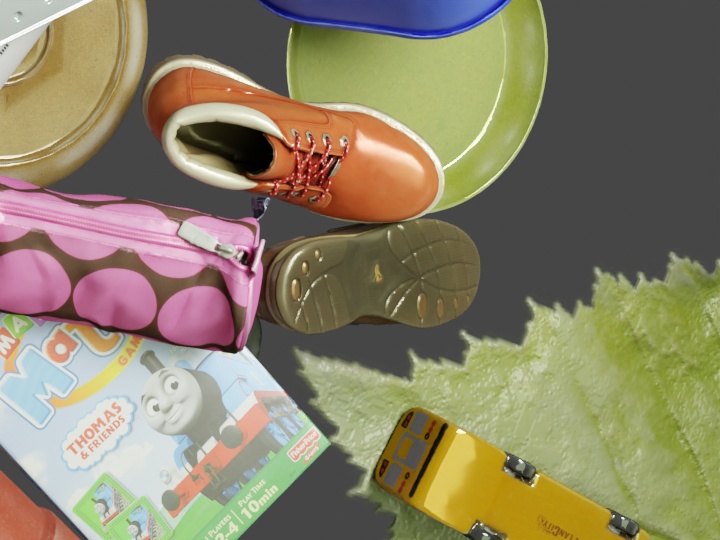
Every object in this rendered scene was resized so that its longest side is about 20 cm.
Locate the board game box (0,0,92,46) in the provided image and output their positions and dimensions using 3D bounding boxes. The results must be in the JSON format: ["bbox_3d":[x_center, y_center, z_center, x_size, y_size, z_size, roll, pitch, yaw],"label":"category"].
[{"bbox_3d":[-0.184,-0.200,0.799,0.199,0.026,0.201,-32,143,-27],"label":"board game box"}]

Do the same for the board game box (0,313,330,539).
[{"bbox_3d":[-0.138,0.085,1.018,0.151,0.037,0.200,-44,99,-14],"label":"board game box"}]

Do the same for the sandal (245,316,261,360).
[{"bbox_3d":[-0.107,0.116,1.065,0.074,0.045,0.203,13,93,-30],"label":"sandal"}]

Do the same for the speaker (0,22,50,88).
[{"bbox_3d":[-0.218,-0.135,0.905,0.081,0.081,0.201,39,80,-29],"label":"speaker"}]

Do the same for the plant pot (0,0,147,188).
[{"bbox_3d":[-0.212,-0.140,0.969,0.198,0.027,0.203,-6,103,-28],"label":"plant pot"}]

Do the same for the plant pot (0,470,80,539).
[{"bbox_3d":[-0.267,0.156,0.911,0.200,0.200,0.196,-41,108,-16],"label":"plant pot"}]

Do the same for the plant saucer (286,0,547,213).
[{"bbox_3d":[0.034,-0.139,1.102,0.198,0.031,0.203,-5,101,-28],"label":"plant saucer"}]

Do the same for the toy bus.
[{"bbox_3d":[0.111,0.170,1.177,0.199,0.078,0.066,31,84,-30],"label":"toy bus"}]

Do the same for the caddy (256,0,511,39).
[{"bbox_3d":[0.009,-0.217,0.995,0.197,0.105,0.143,9,78,10],"label":"caddy"}]

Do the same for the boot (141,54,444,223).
[{"bbox_3d":[-0.035,-0.065,1.008,0.198,0.107,0.076,16,105,-16],"label":"boot"}]

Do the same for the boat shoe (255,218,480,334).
[{"bbox_3d":[0.000,0.000,1.091,0.199,0.067,0.073,-4,100,-46],"label":"boat shoe"}]

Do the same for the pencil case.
[{"bbox_3d":[-0.153,-0.011,0.951,0.197,0.094,0.092,8,79,-11],"label":"pencil case"}]
